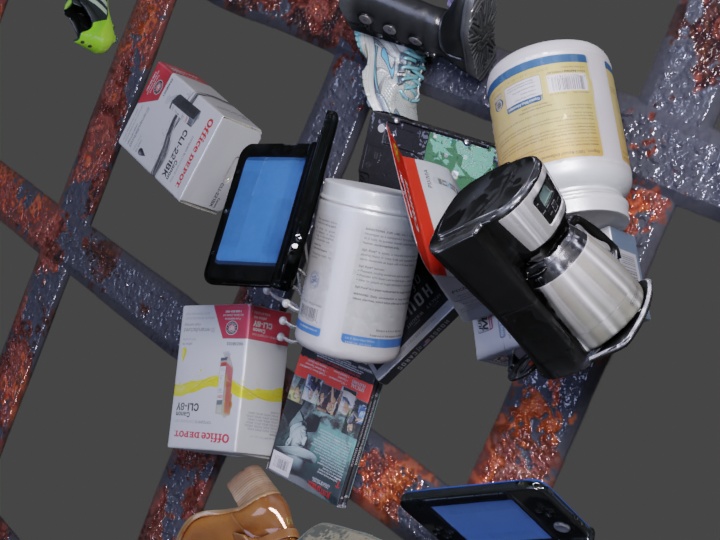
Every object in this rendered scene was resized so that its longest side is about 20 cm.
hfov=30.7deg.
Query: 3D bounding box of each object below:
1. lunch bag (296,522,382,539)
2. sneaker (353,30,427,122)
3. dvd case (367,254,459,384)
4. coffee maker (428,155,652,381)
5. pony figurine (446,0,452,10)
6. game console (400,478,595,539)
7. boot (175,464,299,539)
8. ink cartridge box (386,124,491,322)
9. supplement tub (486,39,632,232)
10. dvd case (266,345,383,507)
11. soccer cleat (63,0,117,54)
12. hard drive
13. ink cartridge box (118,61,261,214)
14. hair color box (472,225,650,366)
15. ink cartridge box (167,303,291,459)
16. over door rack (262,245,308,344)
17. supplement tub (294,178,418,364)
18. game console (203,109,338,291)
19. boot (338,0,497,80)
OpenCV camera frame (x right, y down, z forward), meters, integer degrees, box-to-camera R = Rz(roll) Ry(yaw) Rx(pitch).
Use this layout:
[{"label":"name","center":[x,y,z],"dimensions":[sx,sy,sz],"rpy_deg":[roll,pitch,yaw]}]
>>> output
[{"label":"lunch bag","center":[-0.003,0.413,1.536],"dimensions":[0.199,0.139,0.169],"rpy_deg":[4,124,43]},{"label":"sneaker","center":[0.049,-0.266,1.695],"dimensions":[0.086,0.077,0.202],"rpy_deg":[-26,65,28]},{"label":"dvd case","center":[0.034,0.022,1.660],"dimensions":[0.150,0.025,0.201],"rpy_deg":[-45,51,17]},{"label":"coffee maker","center":[0.165,0.008,1.337],"dimensions":[0.192,0.200,0.135],"rpy_deg":[-38,16,22]},{"label":"pony figurine","center":[0.110,-0.418,1.639],"dimensions":[0.193,0.166,0.201],"rpy_deg":[-36,72,21]},{"label":"game console","center":[0.150,0.326,1.437],"dimensions":[0.199,0.171,0.119],"rpy_deg":[-14,44,39]},{"label":"boot","center":[-0.157,0.378,1.741],"dimensions":[0.200,0.076,0.156],"rpy_deg":[-45,58,17]},{"label":"ink cartridge box","center":[0.091,-0.055,1.445],"dimensions":[0.047,0.200,0.161],"rpy_deg":[-19,59,10]},{"label":"supplement tub","center":[0.222,-0.137,1.456],"dimensions":[0.144,0.144,0.202],"rpy_deg":[-22,66,37]},{"label":"dvd case","center":[-0.044,0.189,1.707],"dimensions":[0.145,0.022,0.202],"rpy_deg":[18,91,43]},{"label":"soccer cleat","center":[-0.462,-0.454,2.200],"dimensions":[0.067,0.081,0.201],"rpy_deg":[-35,58,31]},{"label":"hard drive","center":[0.087,-0.105,1.607],"dimensions":[0.199,0.038,0.141],"rpy_deg":[20,104,32]},{"label":"ink cartridge box","center":[-0.255,-0.198,1.948],"dimensions":[0.200,0.083,0.145],"rpy_deg":[41,107,40]},{"label":"hair color box","center":[0.219,0.033,1.477],"dimensions":[0.199,0.060,0.100],"rpy_deg":[-22,66,36]},{"label":"ink cartridge box","center":[-0.180,0.152,1.797],"dimensions":[0.144,0.083,0.202],"rpy_deg":[-3,78,42]},{"label":"over door rack","center":[-0.092,-0.021,1.707],"dimensions":[0.148,0.066,0.202],"rpy_deg":[108,165,-69]},{"label":"supplement tub","center":[0.000,0.000,1.567],"dimensions":[0.131,0.131,0.202],"rpy_deg":[19,100,43]},{"label":"game console","center":[-0.110,-0.087,1.593],"dimensions":[0.176,0.115,0.202],"rpy_deg":[111,173,-69]},{"label":"boot","center":[0.066,-0.324,1.598],"dimensions":[0.199,0.165,0.066],"rpy_deg":[29,65,20]}]
